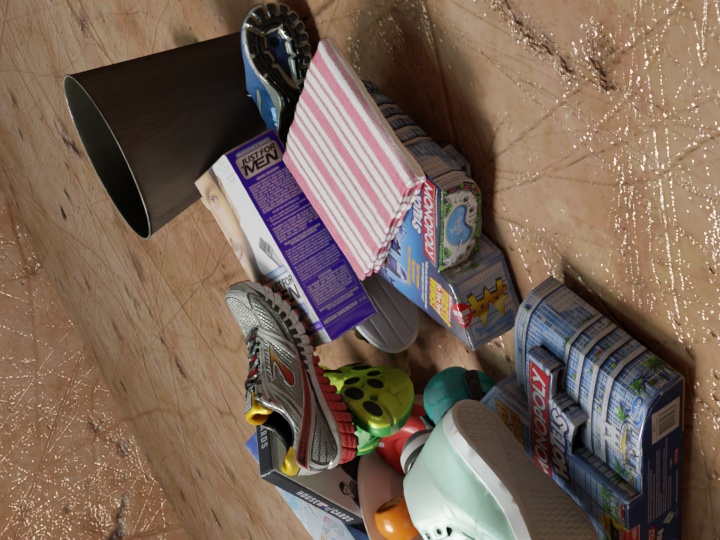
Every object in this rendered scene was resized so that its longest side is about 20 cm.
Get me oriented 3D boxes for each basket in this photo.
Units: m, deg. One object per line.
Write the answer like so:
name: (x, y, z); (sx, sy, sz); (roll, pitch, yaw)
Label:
basket: (-0.174, -0.157, 1.368); (0.182, 0.199, 0.136); (62, 158, -4)

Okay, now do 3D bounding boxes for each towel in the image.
towel: (-0.007, -0.092, 1.139); (0.147, 0.030, 0.200); (57, 156, 15)

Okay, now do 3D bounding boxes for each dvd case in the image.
dvd case: (-0.042, 0.183, 1.415); (0.200, 0.025, 0.151); (37, -146, -42)

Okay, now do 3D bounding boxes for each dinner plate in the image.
dinner plate: (0.061, 0.278, 1.465); (0.200, 0.024, 0.201); (48, -155, -31)

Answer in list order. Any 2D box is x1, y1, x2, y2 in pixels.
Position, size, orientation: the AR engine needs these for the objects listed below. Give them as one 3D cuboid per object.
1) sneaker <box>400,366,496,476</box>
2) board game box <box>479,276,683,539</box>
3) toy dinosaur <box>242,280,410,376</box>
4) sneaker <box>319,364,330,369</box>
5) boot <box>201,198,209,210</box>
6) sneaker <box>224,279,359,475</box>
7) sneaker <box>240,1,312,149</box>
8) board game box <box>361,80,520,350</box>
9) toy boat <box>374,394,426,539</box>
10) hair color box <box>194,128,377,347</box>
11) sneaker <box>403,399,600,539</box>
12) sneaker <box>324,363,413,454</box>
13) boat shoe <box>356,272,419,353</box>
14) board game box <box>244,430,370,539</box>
sneaker: (0.086, 0.142, 1.221); (0.199, 0.084, 0.121); (23, -150, -51)
board game box: (0.170, 0.117, 1.084); (0.200, 0.061, 0.201); (40, 150, 43)
toy dinosaur: (-0.023, 0.038, 1.406); (0.199, 0.059, 0.101); (30, -179, 0)
sneaker: (-0.007, 0.200, 1.573); (0.201, 0.074, 0.084); (53, 176, -6)
boot: (-0.175, -0.157, 1.556); (0.200, 0.072, 0.156); (32, 142, 54)
sneaker: (-0.078, 0.098, 1.250); (0.201, 0.082, 0.078); (60, 158, 18)
sneaker: (-0.065, -0.166, 1.304); (0.089, 0.078, 0.202); (-134, 25, -69)
board game box: (0.062, -0.039, 1.160); (0.200, 0.061, 0.201); (47, 155, 33)
toy boat: (0.071, 0.230, 1.378); (0.200, 0.130, 0.131); (51, 156, 25)
hair color box: (-0.074, -0.024, 1.286); (0.201, 0.064, 0.109); (61, 156, -1)
sneaker: (0.113, 0.215, 1.073); (0.201, 0.073, 0.119); (54, 133, 23)
sneaker: (0.008, 0.141, 1.328); (0.200, 0.073, 0.084); (-173, 69, -74)
boat shoe: (0.000, 0.000, 1.364); (0.201, 0.072, 0.071); (60, 174, 20)
board game box: (-0.015, 0.274, 1.526); (0.199, 0.043, 0.200); (49, -171, 36)
